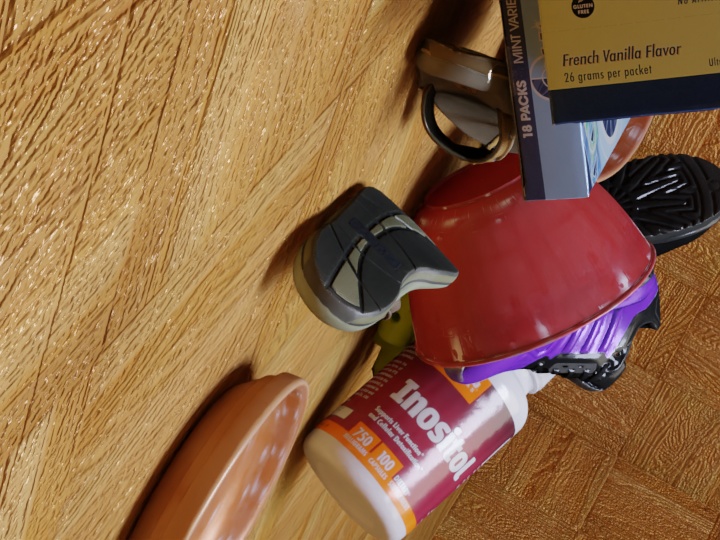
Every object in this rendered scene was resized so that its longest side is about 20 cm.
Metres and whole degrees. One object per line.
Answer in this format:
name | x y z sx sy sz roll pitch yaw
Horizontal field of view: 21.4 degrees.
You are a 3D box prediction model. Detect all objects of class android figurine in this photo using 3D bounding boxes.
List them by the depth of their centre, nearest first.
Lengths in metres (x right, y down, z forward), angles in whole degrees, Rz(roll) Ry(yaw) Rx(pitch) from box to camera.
android figurine | 0.077 0.005 1.610 0.182 0.041 0.201 -20 141 -58

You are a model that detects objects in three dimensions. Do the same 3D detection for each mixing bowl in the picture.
mixing bowl | 0.111 -0.023 1.437 0.199 0.109 0.200 -24 -164 7

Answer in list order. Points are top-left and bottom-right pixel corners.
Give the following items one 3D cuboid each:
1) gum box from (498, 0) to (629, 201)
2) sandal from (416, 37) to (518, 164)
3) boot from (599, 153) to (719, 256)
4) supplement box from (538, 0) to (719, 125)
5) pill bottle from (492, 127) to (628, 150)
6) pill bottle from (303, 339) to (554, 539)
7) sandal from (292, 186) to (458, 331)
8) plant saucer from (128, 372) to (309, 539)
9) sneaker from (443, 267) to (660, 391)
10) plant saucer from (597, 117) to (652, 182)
gum box | 0.131 -0.155 1.191 0.200 0.044 0.171 -49 134 -64
sandal | 0.072 -0.097 1.208 0.200 0.080 0.054 31 74 -75
boot | 0.214 -0.014 1.628 0.158 0.210 0.080 70 4 -59
supplement box | 0.176 -0.197 1.048 0.200 0.134 0.201 -37 121 -70
pill bottle | 0.165 -0.084 1.675 0.112 0.112 0.200 -56 170 -30
pill bottle | 0.060 0.115 1.537 0.200 0.113 0.113 -41 165 -16
sandal | -0.001 -0.001 1.162 0.057 0.080 0.201 -46 171 23
plant saucer | -0.096 0.146 1.152 0.201 0.037 0.200 -58 170 -16
sneaker | 0.161 0.057 1.491 0.200 0.100 0.069 -28 -163 -21
plant saucer | 0.182 -0.170 1.513 0.200 0.032 0.201 -20 117 -48
